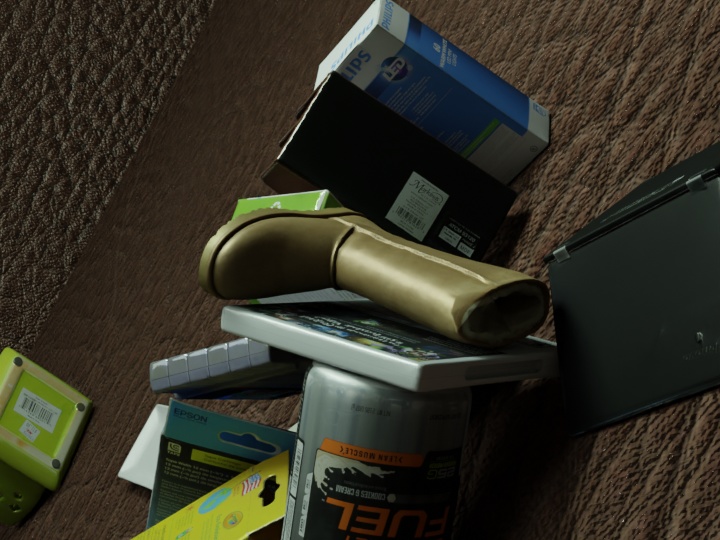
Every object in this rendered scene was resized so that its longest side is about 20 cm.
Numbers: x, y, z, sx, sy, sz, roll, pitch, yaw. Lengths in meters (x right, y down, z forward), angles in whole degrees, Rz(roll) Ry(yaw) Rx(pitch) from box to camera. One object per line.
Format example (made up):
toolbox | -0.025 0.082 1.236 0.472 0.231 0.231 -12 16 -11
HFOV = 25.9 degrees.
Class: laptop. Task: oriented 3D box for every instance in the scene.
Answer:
laptop | 0.228 -0.003 1.088 0.200 0.116 0.187 -35 2 -36

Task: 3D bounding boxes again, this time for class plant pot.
plant pot | -0.540 0.247 2.426 0.181 0.200 0.199 -31 30 43

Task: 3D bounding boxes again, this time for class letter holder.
letter holder | 0.015 -0.068 1.422 0.101 0.200 0.142 -60 9 -17

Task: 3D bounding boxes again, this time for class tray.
tray | -0.248 0.223 1.958 0.107 0.022 0.200 -61 18 -12

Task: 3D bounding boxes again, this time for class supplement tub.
supplement tub | 0.008 0.167 1.124 0.123 0.122 0.200 -148 65 -72

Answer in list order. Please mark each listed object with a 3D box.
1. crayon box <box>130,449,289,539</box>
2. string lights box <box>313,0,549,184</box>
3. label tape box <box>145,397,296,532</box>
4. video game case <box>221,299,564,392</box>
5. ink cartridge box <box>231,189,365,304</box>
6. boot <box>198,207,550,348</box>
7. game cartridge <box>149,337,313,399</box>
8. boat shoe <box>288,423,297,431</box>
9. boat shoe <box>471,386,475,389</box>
crayon box | -0.128 0.229 1.218 0.200 0.051 0.127 -32 15 9
string lights box | 0.067 -0.154 1.455 0.103 0.200 0.059 -44 22 34
label tape box | -0.100 0.171 1.338 0.066 0.143 0.200 -77 2 -47
video game case | 0.029 0.052 1.153 0.200 0.182 0.023 15 101 42
ink cartridge box | 0.000 0.000 1.350 0.200 0.148 0.076 -6 53 35
boot | 0.008 0.007 1.138 0.200 0.175 0.066 24 121 42
game cartridge | -0.066 0.082 1.306 0.130 0.200 0.038 -21 75 31
boat shoe | -0.089 0.220 1.466 0.200 0.062 0.075 -49 2 0
boat shoe | 0.053 0.105 1.285 0.200 0.072 0.065 -30 54 32
